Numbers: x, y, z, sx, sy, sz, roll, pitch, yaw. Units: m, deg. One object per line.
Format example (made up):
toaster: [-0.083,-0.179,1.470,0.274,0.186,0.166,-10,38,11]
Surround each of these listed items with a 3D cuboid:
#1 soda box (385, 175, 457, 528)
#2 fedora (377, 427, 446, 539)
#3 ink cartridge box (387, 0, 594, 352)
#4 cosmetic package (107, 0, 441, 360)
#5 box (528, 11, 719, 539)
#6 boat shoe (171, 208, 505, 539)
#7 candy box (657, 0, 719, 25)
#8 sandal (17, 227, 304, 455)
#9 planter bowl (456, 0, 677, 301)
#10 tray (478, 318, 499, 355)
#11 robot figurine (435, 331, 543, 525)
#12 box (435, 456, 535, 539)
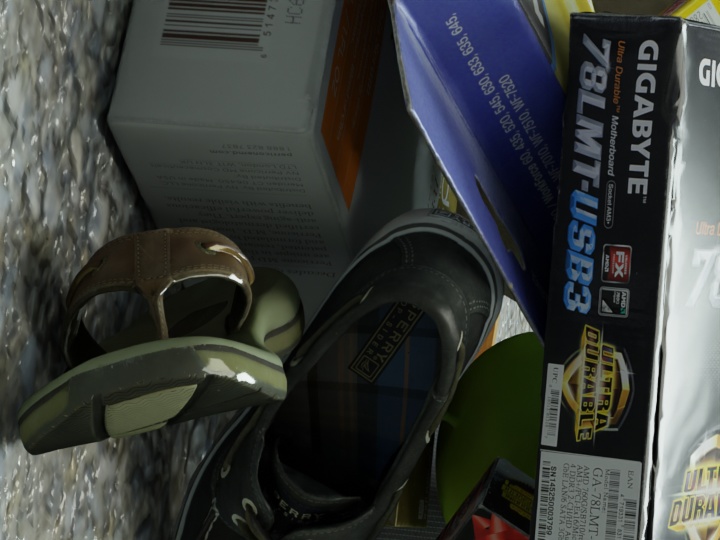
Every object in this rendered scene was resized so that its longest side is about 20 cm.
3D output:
soda box: [0.000,0.000,1.163,0.068,0.064,0.201,25,70,-77]
fedora: [0.033,0.112,1.284,0.200,0.090,0.178,-11,105,-77]
ink cartridge box: [0.050,-0.079,1.000,0.198,0.047,0.201,57,16,-50]
cosmetic package: [-0.024,-0.042,1.023,0.200,0.071,0.102,71,26,-62]
box: [0.127,0.017,1.029,0.200,0.049,0.200,3,94,-60]
boat shoe: [-0.017,0.066,0.988,0.200,0.068,0.057,-61,178,29]
candy box: [0.169,-0.078,1.188,0.200,0.026,0.103,-38,103,-44]
sandal: [-0.063,0.015,0.893,0.201,0.079,0.058,-74,150,-82]
planter bowl: [0.118,-0.047,1.277,0.135,0.200,0.200,64,11,7]
tray: [0.051,-0.025,1.447,0.099,0.037,0.201,73,26,-59]
robot figurine: [0.120,0.075,1.177,0.116,0.199,0.176,-124,-150,-63]
box: [0.054,0.183,1.111,0.200,0.137,0.040,-56,-178,29]
